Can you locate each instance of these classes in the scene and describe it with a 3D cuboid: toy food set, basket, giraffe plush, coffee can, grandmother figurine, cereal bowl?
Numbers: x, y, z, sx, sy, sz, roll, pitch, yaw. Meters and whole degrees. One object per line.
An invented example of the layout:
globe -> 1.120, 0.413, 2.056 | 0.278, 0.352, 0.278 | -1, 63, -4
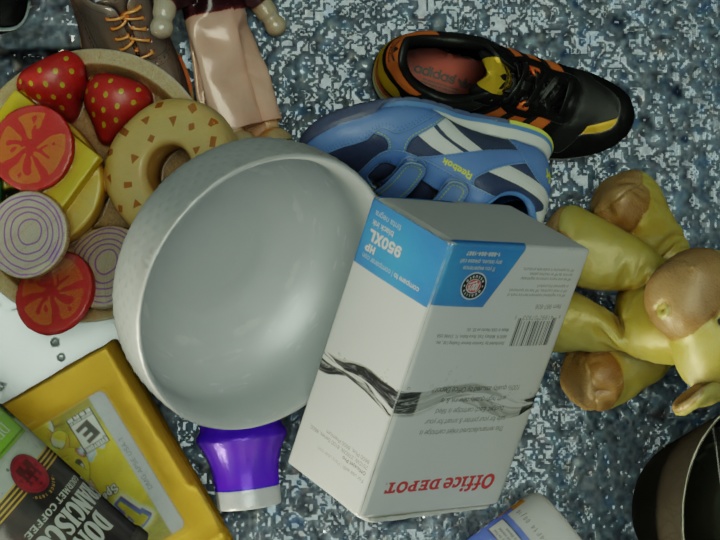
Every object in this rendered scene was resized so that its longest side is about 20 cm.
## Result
toy food set -> -0.192, -0.057, 1.330 | 0.200, 0.049, 0.198 | 37, 92, 14
basket -> 0.266, 0.175, 1.336 | 0.135, 0.200, 0.181 | -9, 87, -5
giraffe plush -> 0.225, 0.035, 1.333 | 0.199, 0.162, 0.173 | 28, 89, -20
coffee can -> -0.262, 0.165, 1.269 | 0.200, 0.146, 0.146 | 43, 84, -5
grandmother figurine -> -0.108, -0.185, 1.383 | 0.060, 0.121, 0.201 | -15, 87, 35
cereal bowl -> -0.081, 0.000, 1.267 | 0.199, 0.083, 0.201 | -20, 126, -30

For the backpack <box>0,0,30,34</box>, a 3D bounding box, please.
backpack -> -0.312, -0.260, 1.307 | 0.150, 0.200, 0.179 | 5, 87, 15

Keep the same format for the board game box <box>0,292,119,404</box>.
board game box -> -0.243, -0.005, 1.385 | 0.199, 0.026, 0.201 | 23, 85, -4

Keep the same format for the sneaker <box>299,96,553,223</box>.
sneaker -> 0.052, -0.069, 1.353 | 0.199, 0.074, 0.083 | 7, 68, -24

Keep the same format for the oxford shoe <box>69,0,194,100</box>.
oxford shoe -> -0.172, -0.167, 1.376 | 0.071, 0.073, 0.201 | -25, 90, -6

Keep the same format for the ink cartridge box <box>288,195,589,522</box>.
ink cartridge box -> 0.052, 0.059, 1.297 | 0.144, 0.084, 0.201 | 2, 112, -46

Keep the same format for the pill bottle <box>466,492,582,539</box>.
pill bottle -> 0.078, 0.259, 1.358 | 0.200, 0.112, 0.112 | -35, 91, -6

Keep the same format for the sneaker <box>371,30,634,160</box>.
sneaker -> 0.108, -0.128, 1.392 | 0.199, 0.090, 0.070 | 13, 86, -4

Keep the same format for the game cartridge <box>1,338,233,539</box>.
game cartridge -> -0.199, 0.178, 1.359 | 0.176, 0.032, 0.201 | -30, 94, 1

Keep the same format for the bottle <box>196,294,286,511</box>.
bottle -> -0.090, 0.069, 1.366 | 0.065, 0.083, 0.201 | -7, 90, 27

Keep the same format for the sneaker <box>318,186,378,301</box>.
sneaker -> 0.000, 0.000, 1.376 | 0.078, 0.090, 0.201 | 5, 85, -4
